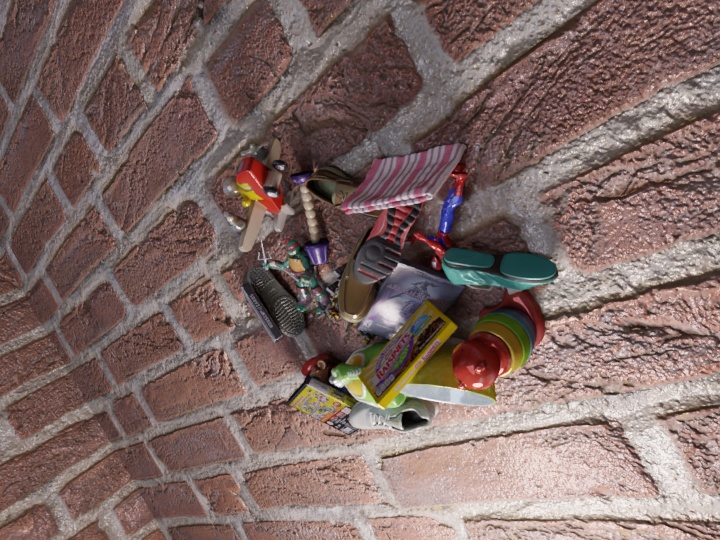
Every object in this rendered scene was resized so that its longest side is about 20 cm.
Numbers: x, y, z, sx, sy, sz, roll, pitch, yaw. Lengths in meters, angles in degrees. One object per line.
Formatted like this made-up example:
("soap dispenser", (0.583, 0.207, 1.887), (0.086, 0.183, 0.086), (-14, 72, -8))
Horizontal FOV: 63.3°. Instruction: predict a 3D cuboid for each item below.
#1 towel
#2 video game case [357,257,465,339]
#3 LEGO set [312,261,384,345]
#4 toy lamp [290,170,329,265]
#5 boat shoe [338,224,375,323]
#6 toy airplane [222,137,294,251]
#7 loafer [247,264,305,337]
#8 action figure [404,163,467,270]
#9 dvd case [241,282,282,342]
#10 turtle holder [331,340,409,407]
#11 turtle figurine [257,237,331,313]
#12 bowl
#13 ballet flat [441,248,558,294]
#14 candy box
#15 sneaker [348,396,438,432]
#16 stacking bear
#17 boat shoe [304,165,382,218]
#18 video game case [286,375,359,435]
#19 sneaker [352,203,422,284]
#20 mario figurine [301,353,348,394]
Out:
("towel", (0.071, -0.160, 1.009), (0.199, 0.147, 0.030), (-5, 130, 42))
("video game case", (0.096, 0.070, 1.142), (0.142, 0.019, 0.200), (19, 131, -11))
("LEGO set", (-0.010, 0.071, 1.220), (0.154, 0.116, 0.200), (47, 134, 12))
("toy lamp", (-0.106, -0.111, 1.254), (0.058, 0.058, 0.201), (4, 112, 40))
("boat shoe", (0.000, 0.000, 1.121), (0.071, 0.201, 0.076), (10, 150, -1))
("toy airplane", (-0.215, -0.163, 1.218), (0.141, 0.200, 0.200), (10, 118, 6))
("loafer", (-0.204, 0.073, 1.437), (0.200, 0.075, 0.070), (58, 171, -4))
("action figure", (0.127, -0.090, 1.041), (0.099, 0.065, 0.201), (4, 120, 3))
("dvd case", (-0.243, 0.109, 1.439), (0.151, 0.025, 0.200), (57, 167, 2))
("turtle holder", (0.027, 0.224, 1.215), (0.131, 0.185, 0.141), (-7, 106, 33))
("turtle figurine", (-0.140, 0.003, 1.313), (0.150, 0.101, 0.200), (20, 141, 51))
("bowl", (0.166, 0.188, 1.123), (0.200, 0.200, 0.108), (-8, 64, 43))
("ballet flat", (0.240, 0.005, 1.007), (0.199, 0.067, 0.071), (8, 139, 24))
("candy box", (0.084, 0.151, 1.076), (0.026, 0.200, 0.102), (41, -179, -27))
("sneaker", (0.065, 0.311, 1.253), (0.199, 0.092, 0.076), (-12, 98, 14))
("stacking bear", (0.225, 0.129, 0.990), (0.114, 0.200, 0.121), (49, 134, 9))
("boat shoe", (-0.027, -0.146, 1.153), (0.200, 0.074, 0.076), (24, 126, 30))
("video game case", (-0.072, 0.327, 1.393), (0.180, 0.026, 0.200), (28, 148, -6))
("sneaker", (0.054, -0.063, 1.075), (0.074, 0.087, 0.201), (30, 97, -2))
("mario figurine", (-0.062, 0.276, 1.381), (0.199, 0.106, 0.124), (18, 113, 30))
